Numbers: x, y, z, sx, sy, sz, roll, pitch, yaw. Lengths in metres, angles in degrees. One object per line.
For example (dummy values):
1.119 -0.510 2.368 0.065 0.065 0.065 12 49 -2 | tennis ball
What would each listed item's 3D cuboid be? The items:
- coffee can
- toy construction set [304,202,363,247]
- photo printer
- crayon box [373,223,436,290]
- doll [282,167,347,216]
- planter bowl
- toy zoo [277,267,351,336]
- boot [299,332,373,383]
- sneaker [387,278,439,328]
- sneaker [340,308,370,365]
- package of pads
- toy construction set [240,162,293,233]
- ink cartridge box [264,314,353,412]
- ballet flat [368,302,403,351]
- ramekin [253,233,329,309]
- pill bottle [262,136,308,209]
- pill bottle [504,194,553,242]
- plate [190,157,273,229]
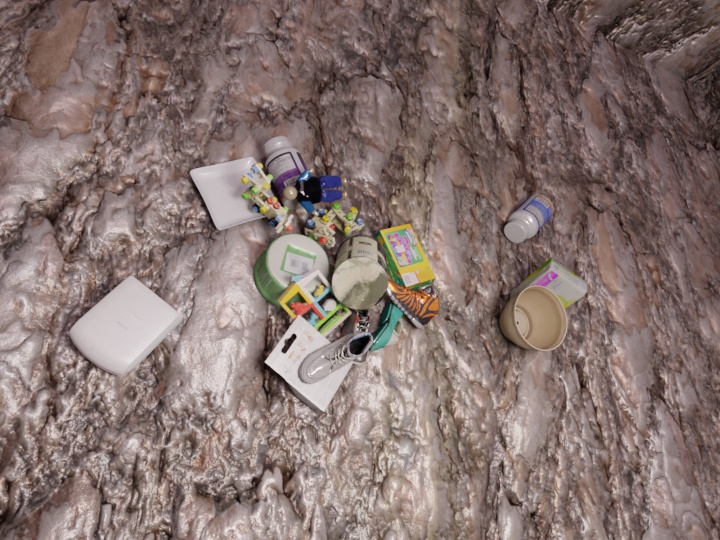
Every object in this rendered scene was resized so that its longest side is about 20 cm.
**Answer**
0.000 0.000 1.414 0.146 0.146 0.200 30 19 -9 | coffee can
-0.085 -0.125 1.508 0.131 0.092 0.200 28 35 12 | toy construction set
-0.543 0.131 1.195 0.166 0.069 0.200 40 56 -2 | photo printer
0.135 -0.039 1.604 0.119 0.058 0.200 -15 73 -31 | crayon box
-0.127 -0.219 1.457 0.200 0.048 0.137 -11 104 -39 | doll
0.527 0.160 1.636 0.200 0.135 0.201 6 74 -21 | planter bowl
-0.125 0.085 1.353 0.131 0.020 0.200 -42 121 -9 | toy zoo
-0.058 0.211 1.300 0.200 0.096 0.074 -33 93 -36 | boot
0.152 0.068 1.507 0.112 0.078 0.200 -41 113 7 | sneaker
-0.008 0.157 1.426 0.077 0.082 0.200 6 64 -22 | sneaker
0.610 0.072 1.687 0.154 0.200 0.068 33 41 -8 | package of pads
-0.245 -0.184 1.416 0.092 0.131 0.200 -33 84 -34 | toy construction set
-0.134 0.239 1.329 0.200 0.050 0.161 42 56 -11 | ink cartridge box
0.080 0.168 1.450 0.070 0.067 0.200 38 38 -7 | ballet flat
-0.181 -0.002 1.413 0.200 0.098 0.200 11 62 -21 | ramekin
-0.213 -0.291 1.534 0.111 0.111 0.200 -17 74 -31 | pill bottle
0.600 -0.182 1.863 0.112 0.112 0.200 48 56 3 | pill bottle
-0.356 -0.218 1.479 0.199 0.032 0.200 -22 77 -31 | plate
